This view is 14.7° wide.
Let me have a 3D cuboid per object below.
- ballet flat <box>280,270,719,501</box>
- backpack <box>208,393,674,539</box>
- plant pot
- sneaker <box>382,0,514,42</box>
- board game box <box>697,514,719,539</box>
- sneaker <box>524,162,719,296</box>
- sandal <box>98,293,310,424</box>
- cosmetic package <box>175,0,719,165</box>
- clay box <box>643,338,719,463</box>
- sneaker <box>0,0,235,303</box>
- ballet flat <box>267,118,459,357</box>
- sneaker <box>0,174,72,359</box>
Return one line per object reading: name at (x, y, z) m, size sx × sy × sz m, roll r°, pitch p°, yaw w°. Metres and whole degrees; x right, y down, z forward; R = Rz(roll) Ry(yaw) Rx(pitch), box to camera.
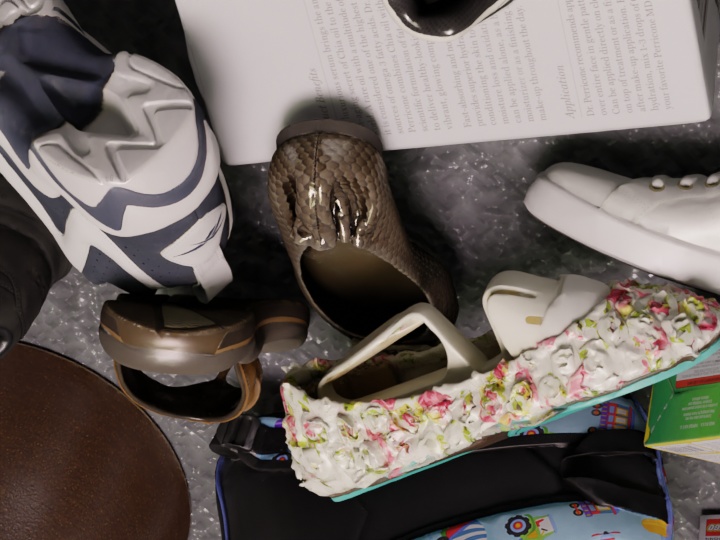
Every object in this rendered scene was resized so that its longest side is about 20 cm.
ballet flat at (0.049, 0.038, 1.143) m, size 0.200 × 0.076 × 0.064 m, roll -23°, pitch 104°, yaw 22°
backpack at (0.044, 0.137, 1.229) m, size 0.200 × 0.183 × 0.135 m, roll -15°, pitch 132°, yaw 8°
plant pot at (-0.188, 0.165, 1.274) m, size 0.187 × 0.200 × 0.187 m, roll 5°, pitch 128°, yaw 7°
sneaker at (0.075, -0.157, 0.967) m, size 0.076 × 0.088 × 0.200 m, roll 32°, pitch 116°, yaw -2°
board game box at (0.229, 0.198, 1.321) m, size 0.126 × 0.035 × 0.200 m, roll -2°, pitch 127°, yaw 12°
sneaker at (0.171, -0.026, 1.153) m, size 0.200 × 0.073 × 0.085 m, roll 16°, pitch 97°, yaw 7°
sandal at (-0.066, 0.038, 1.167) m, size 0.082 × 0.200 × 0.055 m, roll 3°, pitch 92°, yaw 2°
cosmetic package at (0.034, -0.108, 1.099) m, size 0.200 × 0.071 × 0.102 m, roll -4°, pitch 128°, yaw 14°
clay box at (0.233, 0.069, 1.156) m, size 0.200 × 0.048 × 0.115 m, roll 13°, pitch 169°, yaw -21°
sneaker at (-0.118, -0.053, 1.136) m, size 0.199 × 0.079 × 0.130 m, roll 30°, pitch 156°, yaw 35°
ballet flat at (0.000, 0.000, 1.159) m, size 0.067 × 0.046 × 0.200 m, roll -3°, pitch 156°, yaw 8°
sneaker at (-0.231, 0.000, 1.225) m, size 0.200 × 0.091 × 0.076 m, roll 1°, pitch 129°, yaw 12°
